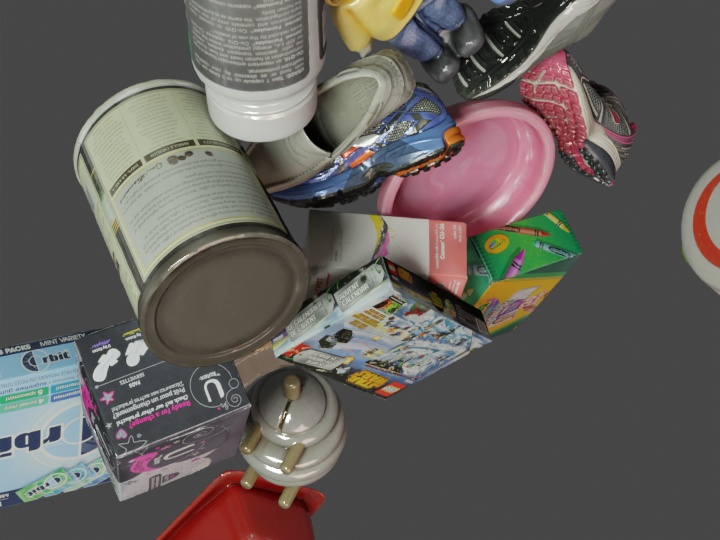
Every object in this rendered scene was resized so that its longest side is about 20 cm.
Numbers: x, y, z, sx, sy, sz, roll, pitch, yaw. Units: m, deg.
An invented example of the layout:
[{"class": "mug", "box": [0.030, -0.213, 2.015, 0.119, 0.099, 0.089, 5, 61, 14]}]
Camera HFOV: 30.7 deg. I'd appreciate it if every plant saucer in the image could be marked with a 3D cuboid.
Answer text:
[{"class": "plant saucer", "box": [0.102, -0.098, 1.336, 0.198, 0.051, 0.202, -19, 141, -16]}]

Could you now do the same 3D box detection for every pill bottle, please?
[{"class": "pill bottle", "box": [-0.083, -0.207, 1.037, 0.112, 0.114, 0.202, -18, 140, -16]}]

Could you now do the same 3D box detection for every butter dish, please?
[{"class": "butter dish", "box": [-0.138, 0.360, 1.595, 0.200, 0.149, 0.198, -46, 141, 17]}]

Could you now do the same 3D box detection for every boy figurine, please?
[{"class": "boy figurine", "box": [0.027, -0.237, 1.123, 0.124, 0.065, 0.199, -42, 144, 19]}]

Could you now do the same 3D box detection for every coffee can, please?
[{"class": "coffee can", "box": [-0.145, -0.043, 1.104, 0.144, 0.201, 0.148, -18, 141, -16]}]

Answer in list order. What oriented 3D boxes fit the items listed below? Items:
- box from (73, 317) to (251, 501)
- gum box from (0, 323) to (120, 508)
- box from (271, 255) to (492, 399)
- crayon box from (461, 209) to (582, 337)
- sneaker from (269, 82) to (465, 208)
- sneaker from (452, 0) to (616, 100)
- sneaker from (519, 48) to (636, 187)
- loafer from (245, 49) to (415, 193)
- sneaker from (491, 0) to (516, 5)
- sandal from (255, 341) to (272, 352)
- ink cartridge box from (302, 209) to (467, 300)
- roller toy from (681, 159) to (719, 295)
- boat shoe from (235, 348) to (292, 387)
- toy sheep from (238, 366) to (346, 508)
[{"class": "box", "box": [-0.184, 0.123, 1.208, 0.131, 0.116, 0.200, -20, 163, -16]}, {"class": "gum box", "box": [-0.321, 0.153, 1.326, 0.168, 0.045, 0.202, -11, 138, -26]}, {"class": "box", "box": [0.022, 0.060, 1.257, 0.136, 0.040, 0.199, -31, 150, 21]}, {"class": "crayon box", "box": [0.145, 0.017, 1.431, 0.117, 0.059, 0.200, -17, 160, -24]}, {"class": "sneaker", "box": [-0.002, -0.114, 1.236, 0.197, 0.080, 0.075, -21, 171, 10]}, {"class": "sneaker", "box": [0.172, -0.225, 1.228, 0.199, 0.074, 0.079, -39, 147, 10]}, {"class": "sneaker", "box": [0.223, -0.167, 1.333, 0.075, 0.080, 0.200, -56, 145, -8]}, {"class": "loafer", "box": [-0.040, -0.128, 1.157, 0.199, 0.070, 0.070, -35, 178, 32]}, {"class": "sneaker", "box": [0.118, -0.317, 1.092, 0.081, 0.074, 0.202, -10, 130, -23]}, {"class": "sandal", "box": [-0.107, 0.046, 1.254, 0.078, 0.070, 0.212, -44, -177, -22]}, {"class": "ink cartridge box", "box": [0.000, 0.000, 1.308, 0.197, 0.068, 0.117, 5, 149, -6]}, {"class": "roller toy", "box": [0.477, -0.048, 1.539, 0.200, 0.183, 0.139, -44, 140, 16]}, {"class": "boat shoe", "box": [-0.096, 0.072, 1.378, 0.198, 0.062, 0.075, -26, 145, -4]}, {"class": "toy sheep", "box": [-0.077, 0.173, 1.445, 0.136, 0.139, 0.201, -17, 153, -18]}]
